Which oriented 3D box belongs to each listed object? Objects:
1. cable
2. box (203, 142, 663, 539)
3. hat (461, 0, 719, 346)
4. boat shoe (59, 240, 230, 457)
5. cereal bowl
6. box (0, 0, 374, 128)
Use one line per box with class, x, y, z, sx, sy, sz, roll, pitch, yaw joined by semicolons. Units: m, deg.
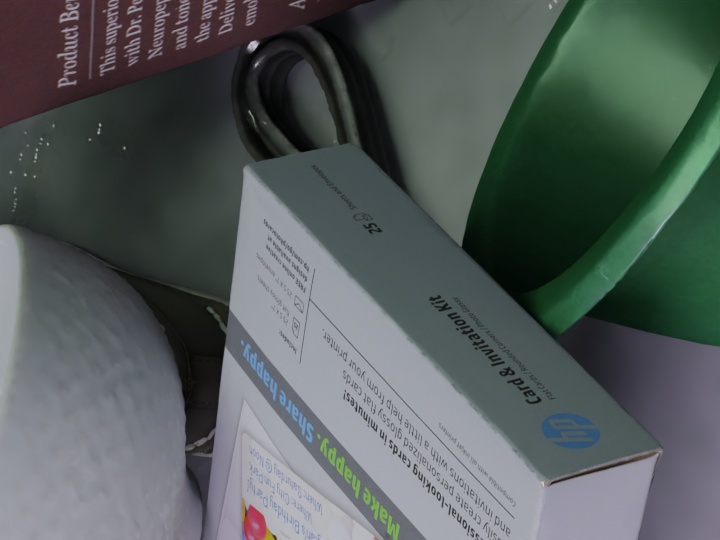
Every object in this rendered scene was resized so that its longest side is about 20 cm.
cable;0.000;0.000;0.852;0.097;0.050;0.201;-29;67;38
box;0.009;0.090;0.751;0.156;0.041;0.201;47;140;44
hat;0.143;-0.006;0.753;0.166;0.176;0.200;-54;16;24
boat shoe;-0.116;0.025;0.945;0.201;0.060;0.072;9;91;42
cereal bowl;-0.105;0.092;0.813;0.200;0.083;0.201;-55;22;35
box;-0.095;-0.166;0.825;0.165;0.199;0.166;59;157;28
